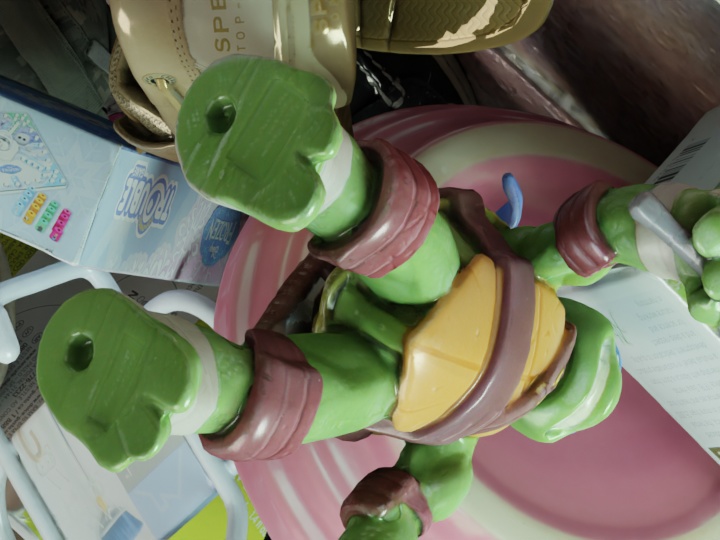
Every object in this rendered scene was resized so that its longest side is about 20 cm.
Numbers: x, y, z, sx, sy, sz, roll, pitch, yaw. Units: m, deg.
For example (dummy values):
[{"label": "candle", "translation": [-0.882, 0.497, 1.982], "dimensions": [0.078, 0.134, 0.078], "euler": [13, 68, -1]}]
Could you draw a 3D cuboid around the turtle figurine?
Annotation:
[{"label": "turtle figurine", "translation": [0.033, 0.036, 0.728], "dimensions": [0.194, 0.144, 0.201], "euler": [22, -133, -48]}]

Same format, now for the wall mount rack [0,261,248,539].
[{"label": "wall mount rack", "translation": [-0.092, 0.099, 1.024], "dimensions": [0.174, 0.074, 0.200], "euler": [59, 142, 10]}]

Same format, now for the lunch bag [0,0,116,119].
[{"label": "lunch bag", "translation": [-0.190, -0.135, 1.155], "dimensions": [0.167, 0.140, 0.200], "euler": [29, 163, 35]}]

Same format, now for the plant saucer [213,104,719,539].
[{"label": "plant saucer", "translation": [0.056, 0.033, 0.898], "dimensions": [0.200, 0.201, 0.051], "euler": [43, 142, 0]}]

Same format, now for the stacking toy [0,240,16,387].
[{"label": "stacking toy", "translation": [-0.195, 0.002, 1.073], "dimensions": [0.146, 0.146, 0.200], "euler": [43, 167, 2]}]

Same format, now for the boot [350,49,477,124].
[{"label": "boot", "translation": [0.002, 0.000, 0.988], "dimensions": [0.073, 0.154, 0.204], "euler": [-21, 129, 29]}]

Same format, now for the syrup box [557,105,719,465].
[{"label": "syrup box", "translation": [0.158, 0.045, 0.854], "dimensions": [0.200, 0.079, 0.081], "euler": [46, 164, -8]}]

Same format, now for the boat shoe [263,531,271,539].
[{"label": "boat shoe", "translation": [0.002, 0.048, 1.087], "dimensions": [0.073, 0.200, 0.068], "euler": [-21, 115, 43]}]

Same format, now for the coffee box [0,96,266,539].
[{"label": "coffee box", "translation": [-0.084, 0.053, 1.272], "dimensions": [0.197, 0.200, 0.200], "euler": [27, 159, 44]}]

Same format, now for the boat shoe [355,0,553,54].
[{"label": "boat shoe", "translation": [-0.021, -0.119, 0.911], "dimensions": [0.199, 0.069, 0.071], "euler": [17, 121, 24]}]

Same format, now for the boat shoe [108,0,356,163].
[{"label": "boat shoe", "translation": [-0.036, -0.061, 0.803], "dimensions": [0.200, 0.064, 0.072], "euler": [98, 166, -80]}]

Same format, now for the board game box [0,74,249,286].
[{"label": "board game box", "translation": [-0.147, -0.052, 0.982], "dimensions": [0.198, 0.044, 0.200], "euler": [23, -178, 9]}]
